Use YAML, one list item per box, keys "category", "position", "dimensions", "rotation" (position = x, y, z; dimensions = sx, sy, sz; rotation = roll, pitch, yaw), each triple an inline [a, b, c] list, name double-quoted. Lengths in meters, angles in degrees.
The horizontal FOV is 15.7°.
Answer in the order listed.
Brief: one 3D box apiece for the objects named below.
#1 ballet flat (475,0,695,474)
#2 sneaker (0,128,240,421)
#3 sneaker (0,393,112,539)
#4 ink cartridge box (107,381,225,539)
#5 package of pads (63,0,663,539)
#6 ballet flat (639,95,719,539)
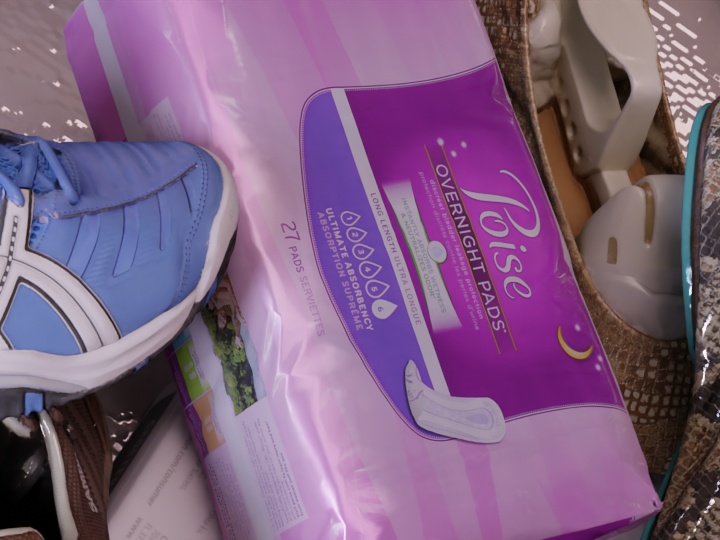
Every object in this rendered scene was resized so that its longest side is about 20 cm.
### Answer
- category: "ballet flat"
  position: [0.084, -0.033, 0.875]
  dimensions: [0.070, 0.065, 0.201]
  rotation: [-8, 69, -25]
- category: "sneaker"
  position: [-0.118, -0.009, 0.656]
  dimensions: [0.199, 0.077, 0.076]
  rotation: [-12, 40, -28]
- category: "sneaker"
  position: [-0.100, 0.044, 0.719]
  dimensions: [0.070, 0.076, 0.200]
  rotation: [-10, 38, -13]
- category: "ink cartridge box"
  position: [-0.016, 0.150, 0.772]
  dimensions: [0.200, 0.050, 0.163]
  rotation: [41, 57, -14]
- category: "package of pads"
  position: [0.000, 0.000, 0.768]
  dimensions: [0.120, 0.076, 0.201]
  rotation: [-11, 74, -33]
- category: "ballet flat"
  position: [0.130, 0.045, 0.816]
  dimensions: [0.068, 0.075, 0.201]
  rotation: [19, 80, -58]
